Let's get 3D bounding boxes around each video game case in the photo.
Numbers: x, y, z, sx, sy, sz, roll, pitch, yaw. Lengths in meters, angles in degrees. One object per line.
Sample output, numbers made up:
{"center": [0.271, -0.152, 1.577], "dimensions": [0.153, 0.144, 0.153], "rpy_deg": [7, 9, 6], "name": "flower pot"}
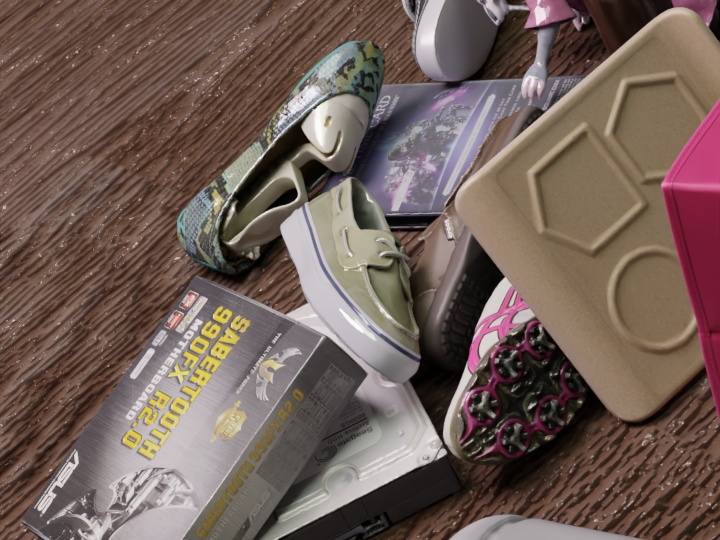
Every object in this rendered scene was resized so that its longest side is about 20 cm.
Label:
{"center": [0.076, -0.083, 1.954], "dimensions": [0.199, 0.019, 0.143], "rpy_deg": [-1, 44, 30], "name": "video game case"}

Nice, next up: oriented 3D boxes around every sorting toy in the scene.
{"center": [0.181, -0.035, 1.725], "dimensions": [0.200, 0.185, 0.036], "rpy_deg": [-40, 7, -15], "name": "sorting toy"}

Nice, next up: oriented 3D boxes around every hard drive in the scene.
{"center": [-0.030, 0.100, 1.786], "dimensions": [0.139, 0.038, 0.200], "rpy_deg": [-27, 38, 0], "name": "hard drive"}

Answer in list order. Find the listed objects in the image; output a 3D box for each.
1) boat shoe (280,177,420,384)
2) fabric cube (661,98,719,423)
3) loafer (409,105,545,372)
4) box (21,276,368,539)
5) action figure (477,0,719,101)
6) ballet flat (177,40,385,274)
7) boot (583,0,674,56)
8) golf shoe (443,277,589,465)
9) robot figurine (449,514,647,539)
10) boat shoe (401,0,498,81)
{"center": [0.000, 0.000, 1.786], "dimensions": [0.062, 0.072, 0.200], "rpy_deg": [-46, 34, 11], "name": "boat shoe"}
{"center": [0.305, -0.015, 1.477], "dimensions": [0.199, 0.200, 0.196], "rpy_deg": [4, 37, 32], "name": "fabric cube"}
{"center": [0.071, -0.027, 1.832], "dimensions": [0.071, 0.073, 0.200], "rpy_deg": [4, 55, 40], "name": "loafer"}
{"center": [-0.107, 0.112, 1.750], "dimensions": [0.200, 0.048, 0.158], "rpy_deg": [-55, 36, -9], "name": "box"}
{"center": [0.164, -0.209, 1.943], "dimensions": [0.199, 0.149, 0.134], "rpy_deg": [4, 33, 1], "name": "action figure"}
{"center": [-0.043, -0.074, 1.956], "dimensions": [0.200, 0.074, 0.074], "rpy_deg": [-48, 39, 2], "name": "ballet flat"}
{"center": [0.180, -0.117, 1.783], "dimensions": [0.064, 0.200, 0.187], "rpy_deg": [-13, 39, 17], "name": "boot"}
{"center": [0.106, 0.050, 1.751], "dimensions": [0.092, 0.073, 0.200], "rpy_deg": [-18, 29, 54], "name": "golf shoe"}
{"center": [0.114, 0.197, 1.526], "dimensions": [0.199, 0.113, 0.169], "rpy_deg": [7, 10, 35], "name": "robot figurine"}
{"center": [0.063, -0.205, 2.059], "dimensions": [0.068, 0.072, 0.200], "rpy_deg": [-6, 38, 25], "name": "boat shoe"}
